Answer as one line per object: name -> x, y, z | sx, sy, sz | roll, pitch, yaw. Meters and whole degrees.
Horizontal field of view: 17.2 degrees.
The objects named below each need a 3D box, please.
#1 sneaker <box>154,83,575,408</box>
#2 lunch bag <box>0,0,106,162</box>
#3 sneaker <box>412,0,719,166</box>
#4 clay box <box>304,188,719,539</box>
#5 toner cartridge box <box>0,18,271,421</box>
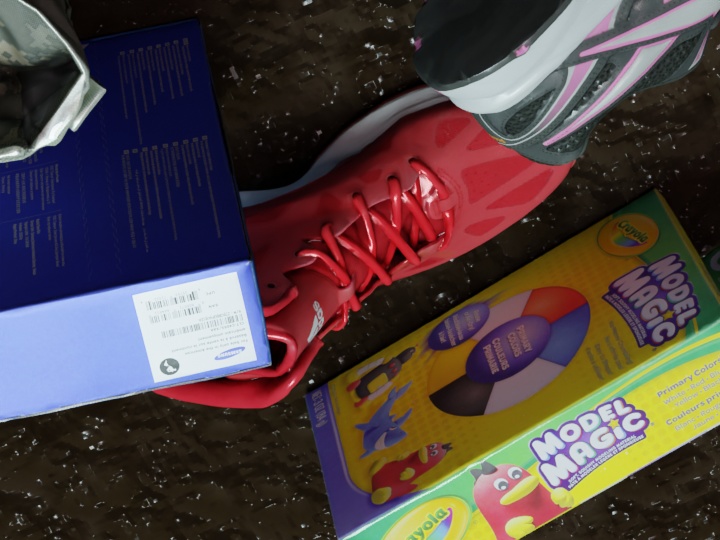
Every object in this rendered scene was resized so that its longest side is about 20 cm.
sneaker -> 0.000, 0.000, 0.917 | 0.200, 0.116, 0.078 | -26, 119, 5
lunch bag -> -0.185, -0.111, 0.801 | 0.200, 0.164, 0.118 | 28, 105, -21
sneaker -> 0.112, -0.121, 0.896 | 0.200, 0.080, 0.086 | -39, 134, 3
clay box -> 0.078, 0.042, 0.953 | 0.200, 0.115, 0.048 | -32, 117, 7
toner cartridge box -> -0.090, -0.024, 0.842 | 0.095, 0.200, 0.043 | -10, 120, -3
